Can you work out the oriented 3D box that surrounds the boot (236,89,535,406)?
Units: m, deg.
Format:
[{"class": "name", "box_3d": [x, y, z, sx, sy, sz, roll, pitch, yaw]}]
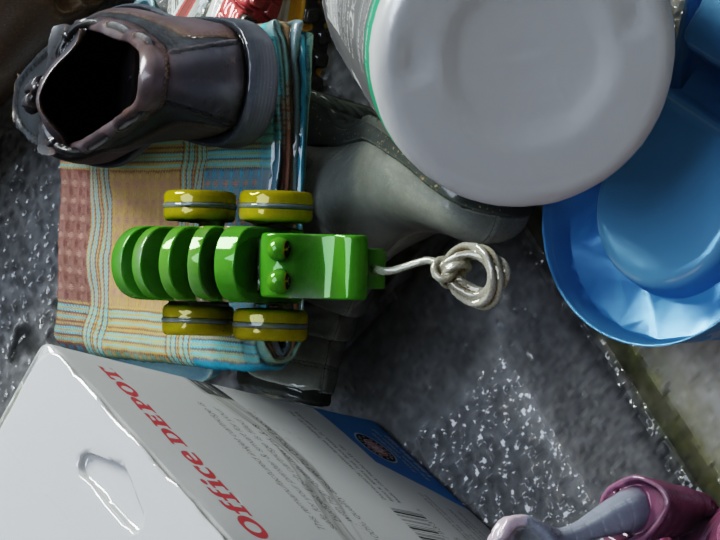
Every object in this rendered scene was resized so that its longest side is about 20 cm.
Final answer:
[{"class": "boot", "box_3d": [0.000, 0.000, 1.061, 0.200, 0.067, 0.131, 26, 100, 60]}]

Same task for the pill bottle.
[{"class": "pill bottle", "box_3d": [0.045, -0.104, 0.973, 0.113, 0.113, 0.200, -60, 15, 12]}]

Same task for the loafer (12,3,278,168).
[{"class": "loafer", "box_3d": [-0.109, -0.082, 1.080, 0.200, 0.063, 0.072, 1, 90, 57]}]

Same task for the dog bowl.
[{"class": "dog bowl", "box_3d": [0.150, -0.060, 0.961, 0.111, 0.049, 0.201, 39, 106, 40]}]

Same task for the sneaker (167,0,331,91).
[{"class": "sneaker", "box_3d": [-0.050, -0.162, 1.146, 0.082, 0.078, 0.201, 19, 92, 44]}]

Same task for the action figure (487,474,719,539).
[{"class": "action figure", "box_3d": [0.147, 0.098, 0.889, 0.149, 0.134, 0.200, -42, 11, -23]}]

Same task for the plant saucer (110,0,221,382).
[{"class": "plant saucer", "box_3d": [-0.104, -0.029, 1.199, 0.070, 0.019, 0.201, -27, 62, 34]}]

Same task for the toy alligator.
[{"class": "toy alligator", "box_3d": [-0.036, -0.002, 0.992, 0.199, 0.054, 0.060, 2, 90, 39]}]

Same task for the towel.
[{"class": "towel", "box_3d": [-0.085, -0.031, 1.115, 0.200, 0.022, 0.148, 1, 89, 55]}]

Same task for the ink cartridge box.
[{"class": "ink cartridge box", "box_3d": [-0.037, 0.114, 0.978, 0.145, 0.199, 0.084, 41, 106, 40]}]

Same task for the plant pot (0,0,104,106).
[{"class": "plant pot", "box_3d": [-0.241, -0.132, 1.238, 0.198, 0.200, 0.201, -36, 57, 21]}]
